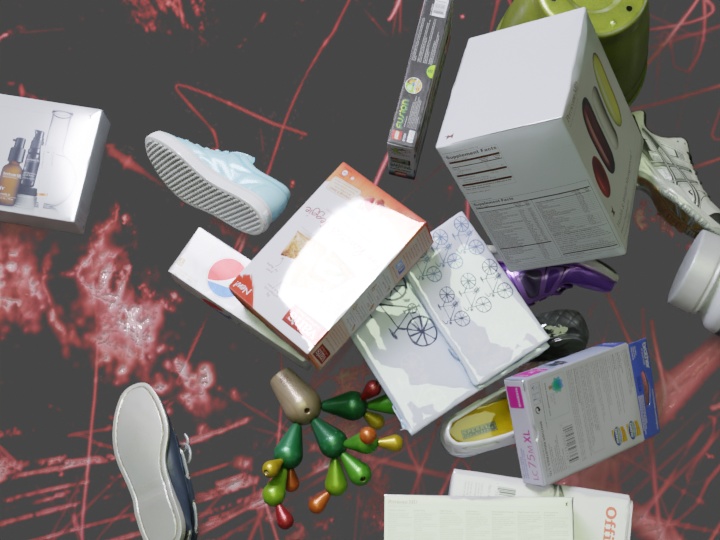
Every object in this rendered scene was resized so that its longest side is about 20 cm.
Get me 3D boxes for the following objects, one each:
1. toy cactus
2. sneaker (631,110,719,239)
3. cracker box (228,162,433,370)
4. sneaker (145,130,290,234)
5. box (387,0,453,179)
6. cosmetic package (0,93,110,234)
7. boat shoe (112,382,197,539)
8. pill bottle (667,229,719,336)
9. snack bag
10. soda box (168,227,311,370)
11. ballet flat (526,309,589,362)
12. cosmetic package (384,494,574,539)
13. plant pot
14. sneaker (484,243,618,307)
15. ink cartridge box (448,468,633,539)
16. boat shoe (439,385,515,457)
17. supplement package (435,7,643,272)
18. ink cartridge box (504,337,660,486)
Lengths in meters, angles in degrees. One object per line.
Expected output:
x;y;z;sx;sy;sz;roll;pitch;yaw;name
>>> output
-0.050;0.183;1.325;0.200;0.102;0.165;-41;68;0;toy cactus
0.381;-0.116;1.390;0.200;0.076;0.088;42;80;11;sneaker
-0.033;-0.007;1.303;0.134;0.058;0.200;37;79;26;cracker box
-0.174;-0.118;1.423;0.200;0.074;0.082;35;49;15;sneaker
0.074;-0.224;1.411;0.035;0.110;0.201;13;75;6;box
-0.427;-0.138;1.436;0.199;0.052;0.152;9;73;4;cosmetic package
-0.229;0.227;1.324;0.075;0.062;0.201;-28;67;11;boat shoe
0.465;0.038;1.327;0.199;0.113;0.114;26;77;8;pill bottle
0.086;0.058;1.316;0.199;0.021;0.189;-31;79;-9;snack bag
-0.127;0.034;1.373;0.199;0.064;0.068;33;78;10;soda box
0.170;0.076;1.365;0.199;0.067;0.057;1;38;1;ballet flat
0.124;0.280;1.221;0.199;0.051;0.083;1;79;3;cosmetic package
0.262;-0.297;1.382;0.199;0.193;0.202;-1;75;2;plant pot
0.205;0.013;1.374;0.199;0.081;0.084;3;89;13;sneaker
0.190;0.310;1.279;0.199;0.083;0.148;8;76;5;ink cartridge box
0.186;0.155;1.319;0.201;0.086;0.075;-18;75;-3;boat shoe
0.206;-0.142;1.279;0.146;0.200;0.192;-10;43;31;supplement package
0.252;0.153;1.293;0.199;0.042;0.120;-14;96;-33;ink cartridge box
